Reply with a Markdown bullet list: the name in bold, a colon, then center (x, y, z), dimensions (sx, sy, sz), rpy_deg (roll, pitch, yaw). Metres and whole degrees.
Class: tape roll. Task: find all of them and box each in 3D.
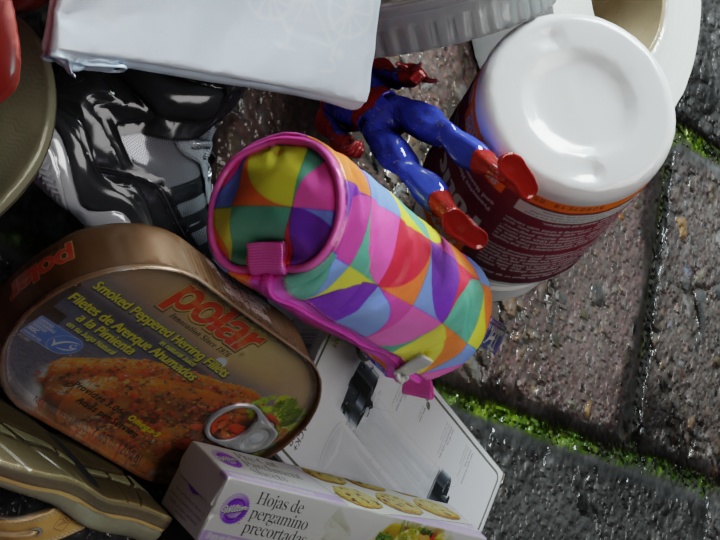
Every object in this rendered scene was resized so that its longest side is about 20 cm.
- **tape roll**: center (0.154, -0.190, 1.375), dimensions (0.202, 0.071, 0.203), rpy_deg (1, 89, -52)

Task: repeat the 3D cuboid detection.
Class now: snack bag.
- **snack bag**: center (-0.056, -0.178, 0.927), dimensions (0.188, 0.021, 0.201), rpy_deg (5, 91, -40)

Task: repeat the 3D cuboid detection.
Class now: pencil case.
- **pencil case**: center (0.000, 0.000, 1.049), dimensions (0.200, 0.088, 0.089), rpy_deg (36, 62, -56)

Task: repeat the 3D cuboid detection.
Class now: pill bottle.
- **pill bottle**: center (0.099, -0.058, 1.191), dimensions (0.114, 0.200, 0.115), rpy_deg (4, 69, -11)

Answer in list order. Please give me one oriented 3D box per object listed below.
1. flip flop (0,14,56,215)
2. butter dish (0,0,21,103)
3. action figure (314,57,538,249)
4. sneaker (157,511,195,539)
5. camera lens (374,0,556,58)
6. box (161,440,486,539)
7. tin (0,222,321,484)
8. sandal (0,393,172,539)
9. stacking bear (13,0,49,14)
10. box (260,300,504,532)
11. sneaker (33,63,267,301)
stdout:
- **flip flop**: center (-0.201, -0.044, 0.903), dimensions (0.081, 0.058, 0.200), rpy_deg (34, 59, 3)
- **butter dish**: center (-0.227, -0.159, 0.818), dimensions (0.148, 0.199, 0.200), rpy_deg (-58, 137, -67)
- **action figure**: center (0.019, -0.080, 1.115), dimensions (0.065, 0.200, 0.052), rpy_deg (-49, 128, 0)
- **sneaker**: center (-0.058, 0.214, 1.033), dimensions (0.200, 0.060, 0.104), rpy_deg (53, 27, 6)
- **camera lens**: center (0.021, -0.233, 1.128), dimensions (0.160, 0.160, 0.201), rpy_deg (-33, 116, -47)
- **box**: center (-0.015, 0.134, 1.087), dimensions (0.200, 0.041, 0.039), rpy_deg (19, 102, -42)
- **tin**: center (-0.099, 0.043, 1.003), dimensions (0.200, 0.112, 0.042), rpy_deg (40, 23, -50)
- **sandal**: center (-0.164, 0.102, 0.972), dimensions (0.054, 0.080, 0.200), rpy_deg (-49, 144, 2)
- **stacking bear**: center (-0.081, -0.196, 0.990), dimensions (0.200, 0.114, 0.122), rpy_deg (-12, 100, -34)
- **box**: center (-0.001, 0.111, 1.183), dimensions (0.200, 0.060, 0.117), rpy_deg (50, 53, -39)
- **sneaker**: center (-0.086, -0.051, 1.028), dimensions (0.114, 0.075, 0.200), rpy_deg (-49, 129, -4)
